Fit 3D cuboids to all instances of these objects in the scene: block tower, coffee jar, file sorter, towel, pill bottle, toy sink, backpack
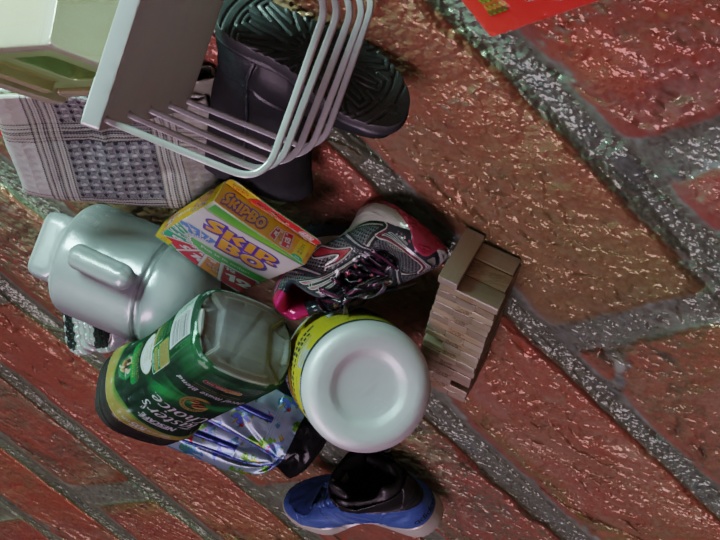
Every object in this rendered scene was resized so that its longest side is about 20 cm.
[{"bbox_3d":[0.089,0.044,1.439,0.058,0.054,0.200,25,152,9],"label":"block tower"},{"bbox_3d":[-0.156,0.092,1.521,0.104,0.086,0.200,21,148,-29],"label":"coffee jar"},{"bbox_3d":[-0.076,-0.146,1.107,0.124,0.140,0.200,22,-168,5],"label":"file sorter"},{"bbox_3d":[-0.210,-0.112,1.433,0.191,0.035,0.200,6,148,3],"label":"towel"},{"bbox_3d":[-0.008,0.090,1.493,0.112,0.112,0.200,36,178,-10],"label":"pill bottle"},{"bbox_3d":[-0.238,-0.192,1.259,0.199,0.113,0.130,4,172,40],"label":"toy sink"},{"bbox_3d":[-0.137,0.132,1.684,0.200,0.154,0.163,36,-178,-6],"label":"backpack"}]

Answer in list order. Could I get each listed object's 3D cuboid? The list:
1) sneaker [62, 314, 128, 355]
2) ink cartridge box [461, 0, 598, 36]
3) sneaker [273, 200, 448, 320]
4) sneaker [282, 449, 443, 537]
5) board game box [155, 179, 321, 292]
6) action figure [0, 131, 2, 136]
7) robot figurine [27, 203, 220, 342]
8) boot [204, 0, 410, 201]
[{"bbox_3d":[-0.262,0.050,1.777,0.200,0.081,0.076,7,104,62],"label":"sneaker"},{"bbox_3d":[0.062,-0.219,1.043,0.200,0.050,0.162,47,149,-22],"label":"ink cartridge box"},{"bbox_3d":[0.000,0.000,1.432,0.081,0.075,0.200,41,150,-19],"label":"sneaker"},{"bbox_3d":[-0.017,0.235,1.827,0.199,0.077,0.111,2,147,36],"label":"sneaker"},{"bbox_3d":[-0.108,-0.028,1.467,0.095,0.030,0.200,35,158,-14],"label":"board game box"},{"bbox_3d":[-0.312,-0.164,1.484,0.098,0.065,0.201,10,145,23],"label":"action figure"},{"bbox_3d":[-0.217,0.008,1.615,0.199,0.114,0.170,21,-178,18],"label":"robot figurine"},{"bbox_3d":[-0.046,-0.108,1.307,0.164,0.066,0.200,35,150,12],"label":"boot"}]
